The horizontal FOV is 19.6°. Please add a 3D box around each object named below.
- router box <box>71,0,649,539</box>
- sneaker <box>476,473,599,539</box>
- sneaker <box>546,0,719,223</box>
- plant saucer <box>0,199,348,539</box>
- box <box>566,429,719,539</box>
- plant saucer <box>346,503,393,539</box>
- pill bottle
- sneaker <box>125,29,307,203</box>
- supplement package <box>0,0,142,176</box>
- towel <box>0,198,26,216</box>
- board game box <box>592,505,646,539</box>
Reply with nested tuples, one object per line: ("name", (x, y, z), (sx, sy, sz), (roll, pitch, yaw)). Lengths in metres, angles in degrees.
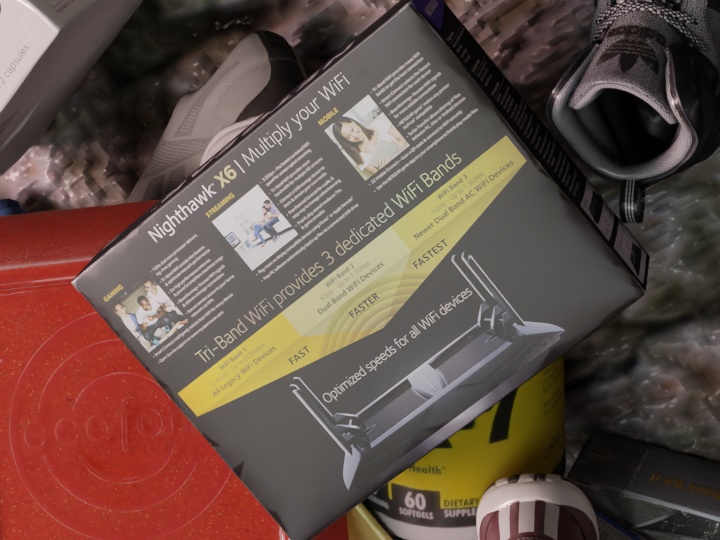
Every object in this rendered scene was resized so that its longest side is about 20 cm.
("router box", (0.000, 0.000, 0.901), (0.200, 0.052, 0.158), (-37, 99, 18))
("sneaker", (0.087, 0.205, 0.966), (0.075, 0.116, 0.201), (-11, 113, 13))
("sneaker", (0.124, -0.119, 0.874), (0.075, 0.114, 0.201), (6, 121, 22))
("plant saucer", (-0.109, 0.070, 0.973), (0.198, 0.037, 0.202), (-6, 96, -4))
("box", (0.178, 0.193, 1.080), (0.157, 0.048, 0.201), (15, 124, 17))
("plant saucer", (-0.098, 0.145, 1.038), (0.200, 0.048, 0.200), (-40, 89, 5))
("pill bottle", (0.041, 0.020, 1.000), (0.113, 0.114, 0.201), (8, 122, 21))
("sneaker", (-0.075, -0.047, 1.052), (0.200, 0.073, 0.080), (-41, 54, 48))
("supplement package", (-0.192, -0.120, 1.001), (0.111, 0.156, 0.200), (42, 128, -3))
("towel", (-0.189, 0.071, 1.132), (0.111, 0.048, 0.201), (-31, 70, 39))
("board game box", (0.139, 0.239, 1.068), (0.199, 0.043, 0.200), (34, 127, 5))
